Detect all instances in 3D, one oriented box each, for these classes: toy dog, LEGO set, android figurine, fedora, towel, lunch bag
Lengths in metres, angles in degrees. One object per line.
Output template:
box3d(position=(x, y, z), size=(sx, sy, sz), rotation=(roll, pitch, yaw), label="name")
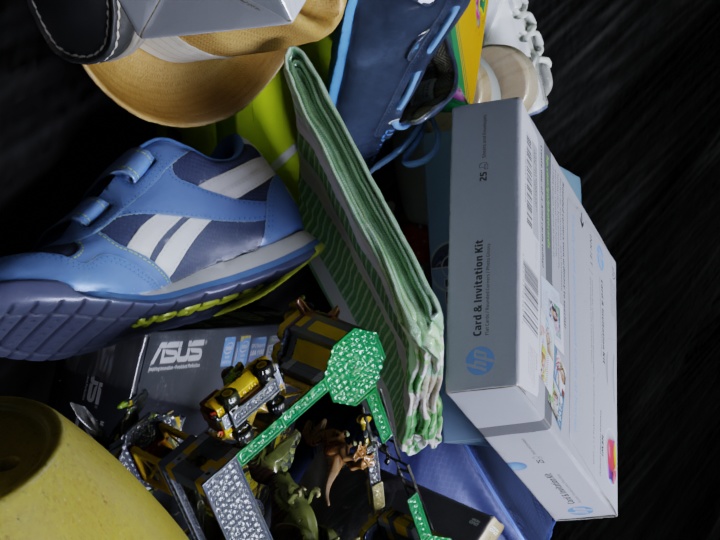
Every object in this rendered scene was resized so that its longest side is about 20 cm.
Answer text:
box3d(position=(0.021, -0.065, 1.245), size=(0.201, 0.096, 0.132), rotation=(-57, 159, -3), label="toy dog")
box3d(position=(-0.051, 0.106, 0.994), size=(0.154, 0.115, 0.201), rotation=(-46, 131, -23), label="LEGO set")
box3d(position=(-0.050, -0.094, 1.086), size=(0.182, 0.041, 0.201), rotation=(-48, 144, -49), label="android figurine")
box3d(position=(-0.057, -0.159, 0.926), size=(0.200, 0.081, 0.202), rotation=(-20, 115, -50), label="fedora")
box3d(position=(0.000, 0.000, 0.993), size=(0.023, 0.153, 0.200), rotation=(-24, 161, -7), label="towel")
box3d(position=(0.029, 0.139, 1.238), size=(0.137, 0.132, 0.200), rotation=(60, 12, 0), label="lunch bag")

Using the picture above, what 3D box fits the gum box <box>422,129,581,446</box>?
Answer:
box3d(position=(0.091, 0.017, 1.195), size=(0.200, 0.044, 0.172), rotation=(16, 70, -70), label="gum box")

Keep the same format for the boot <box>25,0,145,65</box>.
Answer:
box3d(position=(-0.147, -0.151, 0.775), size=(0.151, 0.073, 0.201), rotation=(-46, 140, -50), label="boot")

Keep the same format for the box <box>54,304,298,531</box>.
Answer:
box3d(position=(-0.099, 0.101, 1.089), size=(0.200, 0.049, 0.163), rotation=(2, 102, -66), label="box")

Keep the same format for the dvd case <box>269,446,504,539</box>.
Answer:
box3d(position=(-0.028, 0.194, 1.080), size=(0.016, 0.148, 0.201), rotation=(44, 73, -36), label="dvd case")

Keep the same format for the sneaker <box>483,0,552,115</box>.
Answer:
box3d(position=(0.086, -0.143, 1.315), size=(0.074, 0.087, 0.202), rotation=(-24, 125, -59), label="sneaker")

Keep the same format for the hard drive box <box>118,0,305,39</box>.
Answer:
box3d(position=(-0.049, -0.214, 0.791), size=(0.156, 0.076, 0.201), rotation=(62, 40, -37), label="hard drive box")

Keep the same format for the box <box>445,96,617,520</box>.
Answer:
box3d(position=(0.094, 0.026, 1.075), size=(0.200, 0.041, 0.157), rotation=(48, 40, -58), label="box")

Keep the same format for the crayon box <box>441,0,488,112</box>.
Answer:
box3d(position=(0.037, -0.203, 1.141), size=(0.119, 0.058, 0.202), rotation=(51, 45, -66), label="crayon box")

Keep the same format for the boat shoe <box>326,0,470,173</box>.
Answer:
box3d(position=(0.017, -0.092, 1.033), size=(0.200, 0.068, 0.085), rotation=(107, -9, -71), label="boat shoe")

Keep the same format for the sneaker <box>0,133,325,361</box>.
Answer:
box3d(position=(-0.110, -0.013, 0.956), size=(0.199, 0.074, 0.083), rotation=(-15, 79, -44), label="sneaker")

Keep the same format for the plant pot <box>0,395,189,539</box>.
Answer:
box3d(position=(-0.150, 0.137, 0.837), size=(0.200, 0.199, 0.143), rotation=(-46, 131, -49), label="plant pot")
